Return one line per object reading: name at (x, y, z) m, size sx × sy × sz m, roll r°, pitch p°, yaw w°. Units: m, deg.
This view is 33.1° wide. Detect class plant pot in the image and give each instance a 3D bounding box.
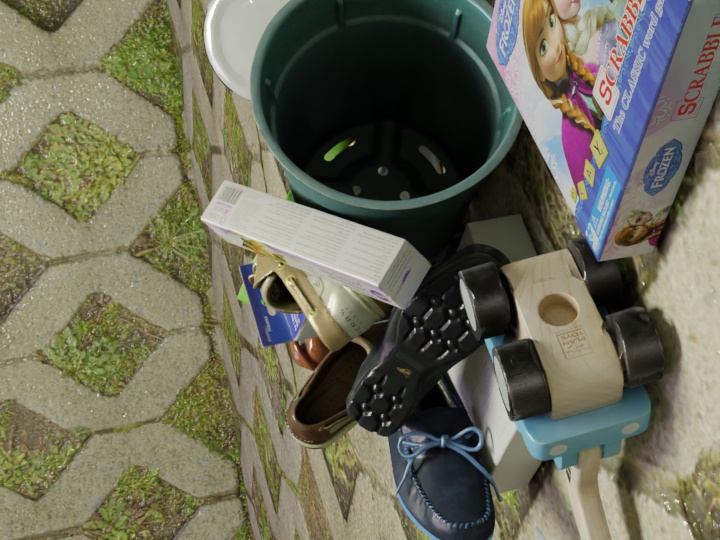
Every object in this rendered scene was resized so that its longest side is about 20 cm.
plant pot at (0.018, -0.099, 0.958) m, size 0.196 × 0.200 × 0.201 m, roll 94°, pitch 161°, yaw -68°

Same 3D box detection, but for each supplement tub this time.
supplement tub at (-0.055, -0.228, 1.135) m, size 0.200 × 0.122 × 0.123 m, roll -43°, pitch -50°, yaw -65°

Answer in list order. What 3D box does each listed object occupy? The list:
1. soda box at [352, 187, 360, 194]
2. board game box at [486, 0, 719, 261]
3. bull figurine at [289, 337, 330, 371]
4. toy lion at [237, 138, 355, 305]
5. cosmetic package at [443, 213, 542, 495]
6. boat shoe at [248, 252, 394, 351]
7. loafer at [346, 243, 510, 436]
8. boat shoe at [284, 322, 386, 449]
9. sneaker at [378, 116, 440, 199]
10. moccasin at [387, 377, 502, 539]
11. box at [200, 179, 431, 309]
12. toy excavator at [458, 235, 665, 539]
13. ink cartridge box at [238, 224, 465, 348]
soda box at (0.036, 0.004, 1.198) m, size 0.071 × 0.063 × 0.200 m, roll 105°, pitch 152°, yaw -60°
board game box at (0.139, -0.145, 0.711) m, size 0.200 × 0.041 × 0.200 m, roll 97°, pitch 159°, yaw -50°
bull figurine at (-0.009, 0.061, 1.236) m, size 0.200 × 0.065 × 0.122 m, roll 13°, pitch -122°, yaw -59°
toy lion at (-0.061, -0.061, 1.202) m, size 0.200 × 0.069 × 0.192 m, roll -62°, pitch 2°, yaw 12°
cosmetic package at (0.110, 0.073, 0.969) m, size 0.200 × 0.052 × 0.151 m, roll 103°, pitch 151°, yaw -58°
boat shoe at (-0.053, 0.001, 0.959) m, size 0.074 × 0.066 × 0.200 m, roll 48°, pitch 172°, yaw -34°
loafer at (0.051, 0.045, 0.911) m, size 0.201 × 0.068 × 0.070 m, roll -55°, pitch 5°, yaw 39°
boat shoe at (0.014, 0.078, 1.082) m, size 0.075 × 0.202 × 0.075 m, roll 39°, pitch 169°, yaw 15°
sneaker at (0.029, -0.113, 1.138) m, size 0.099 × 0.070 × 0.201 m, roll -133°, pitch 41°, yaw -69°
moccasin at (0.054, 0.137, 0.978) m, size 0.200 × 0.080 × 0.068 m, roll -120°, pitch 28°, yaw -52°
box at (-0.038, -0.022, 0.892) m, size 0.200 × 0.042 × 0.039 m, roll 19°, pitch 165°, yaw 42°
toy excavator at (0.144, 0.104, 0.805) m, size 0.200 × 0.100 × 0.195 m, roll 76°, pitch 176°, yaw -52°
ink cartridge box at (0.000, 0.000, 1.048) m, size 0.039 × 0.199 × 0.100 m, roll 90°, pitch 162°, yaw -49°
